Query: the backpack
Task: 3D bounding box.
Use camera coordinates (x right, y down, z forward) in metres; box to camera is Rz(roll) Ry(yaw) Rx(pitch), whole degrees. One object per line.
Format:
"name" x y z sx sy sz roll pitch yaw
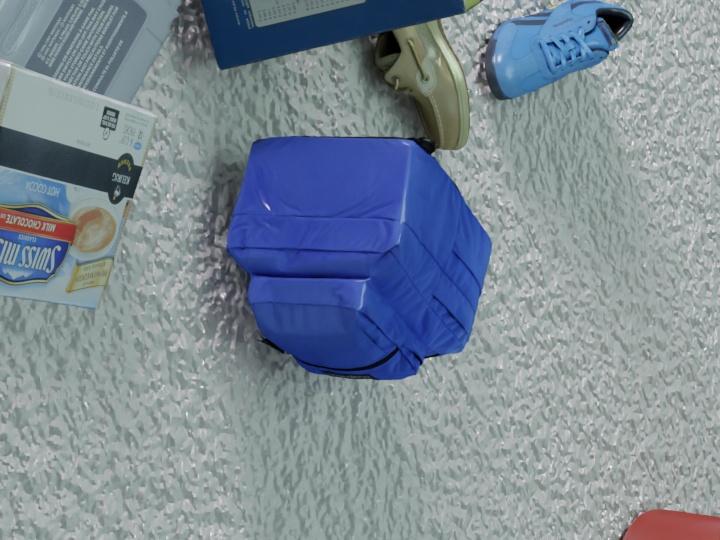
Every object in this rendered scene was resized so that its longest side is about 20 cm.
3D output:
"backpack" 0.000 0.000 1.676 0.200 0.161 0.169 41 61 -58

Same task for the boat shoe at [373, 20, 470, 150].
"boat shoe" 0.039 -0.183 1.839 0.065 0.072 0.201 -27 123 -15

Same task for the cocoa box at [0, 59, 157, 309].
"cocoa box" -0.232 -0.060 1.300 0.200 0.132 0.132 14 93 -71

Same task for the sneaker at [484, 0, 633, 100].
"sneaker" 0.186 -0.211 2.028 0.200 0.078 0.067 -31 111 -50

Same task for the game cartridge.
"game cartridge" -0.209 -0.142 1.473 0.133 0.041 0.201 46 65 -44

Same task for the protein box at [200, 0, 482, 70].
"protein box" -0.019 -0.275 1.628 0.135 0.198 0.200 -42 119 -68

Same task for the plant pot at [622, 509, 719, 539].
"plant pot" 0.362 0.325 2.094 0.200 0.176 0.203 12 75 -52
